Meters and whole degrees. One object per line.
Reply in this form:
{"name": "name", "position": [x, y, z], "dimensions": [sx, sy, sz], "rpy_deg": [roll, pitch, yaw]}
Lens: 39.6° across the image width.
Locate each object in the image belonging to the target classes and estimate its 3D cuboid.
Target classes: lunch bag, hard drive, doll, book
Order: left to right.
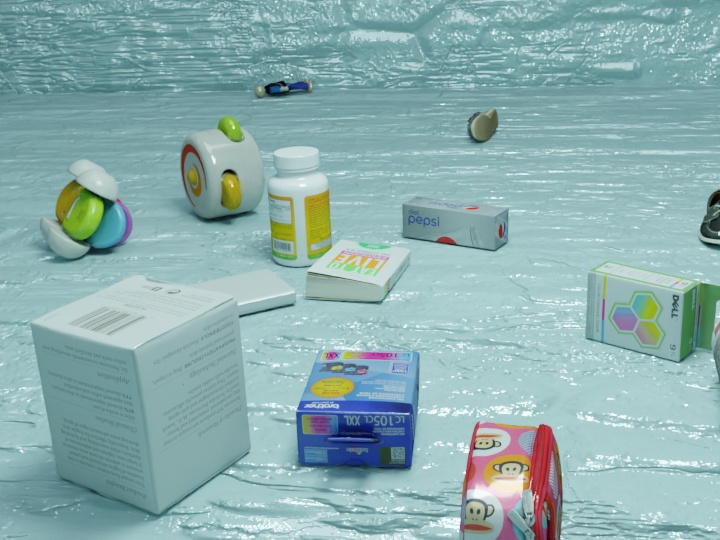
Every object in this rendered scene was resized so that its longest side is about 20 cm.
{"name": "hard drive", "position": [-0.222, 0.044, 1.636], "dimensions": [0.199, 0.026, 0.132], "rpy_deg": [-12, 22, -24]}
{"name": "doll", "position": [-0.271, -0.633, 3.460], "dimensions": [0.199, 0.049, 0.136], "rpy_deg": [-9, 20, -19]}
{"name": "book", "position": [0.000, 0.000, 1.713], "dimensions": [0.133, 0.048, 0.200], "rpy_deg": [7, 20, 14]}
{"name": "lunch bag", "position": [0.119, 0.239, 0.808], "dimensions": [0.082, 0.201, 0.176], "rpy_deg": [1, 23, 14]}

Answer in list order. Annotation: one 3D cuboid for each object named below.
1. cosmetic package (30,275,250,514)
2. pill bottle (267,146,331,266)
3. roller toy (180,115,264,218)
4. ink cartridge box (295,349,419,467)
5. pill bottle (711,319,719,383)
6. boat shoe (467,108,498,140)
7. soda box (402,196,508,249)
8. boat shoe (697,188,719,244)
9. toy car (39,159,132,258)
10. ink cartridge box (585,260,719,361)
{"name": "cosmetic package", "position": [-0.245, 0.134, 1.138], "dimensions": [0.167, 0.201, 0.166], "rpy_deg": [11, 24, 32]}
{"name": "pill bottle", "position": [-0.111, -0.118, 1.809], "dimensions": [0.111, 0.201, 0.111], "rpy_deg": [-2, 20, 1]}
{"name": "roller toy", "position": [-0.297, -0.203, 2.099], "dimensions": [0.139, 0.201, 0.182], "rpy_deg": [-13, -12, -28]}
{"name": "ink cartridge box", "position": [0.000, 0.170, 1.197], "dimensions": [0.136, 0.077, 0.200], "rpy_deg": [0, 22, 7]}
{"name": "pill bottle", "position": [0.489, 0.124, 1.200], "dimensions": [0.113, 0.114, 0.200], "rpy_deg": [2, 21, 13]}
{"name": "boat shoe", "position": [0.321, -0.393, 2.711], "dimensions": [0.065, 0.072, 0.200], "rpy_deg": [-6, 19, 27]}
{"name": "soda box", "position": [0.179, -0.091, 1.893], "dimensions": [0.199, 0.069, 0.063], "rpy_deg": [10, 22, 30]}
{"name": "boat shoe", "position": [0.669, -0.098, 1.858], "dimensions": [0.072, 0.068, 0.200], "rpy_deg": [6, 23, 19]}
{"name": "toy car", "position": [-0.517, -0.106, 1.937], "dimensions": [0.150, 0.175, 0.200], "rpy_deg": [29, 2, -32]}
{"name": "ink cartridge box", "position": [0.417, 0.061, 1.398], "dimensions": [0.199, 0.104, 0.059], "rpy_deg": [15, 27, 39]}
